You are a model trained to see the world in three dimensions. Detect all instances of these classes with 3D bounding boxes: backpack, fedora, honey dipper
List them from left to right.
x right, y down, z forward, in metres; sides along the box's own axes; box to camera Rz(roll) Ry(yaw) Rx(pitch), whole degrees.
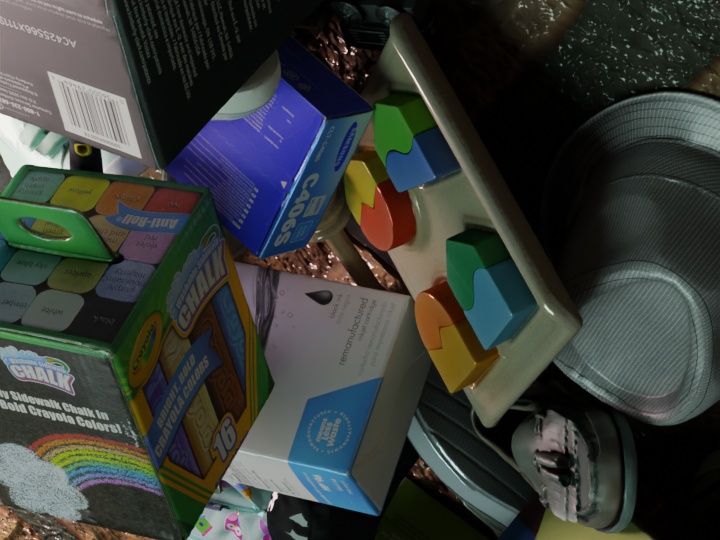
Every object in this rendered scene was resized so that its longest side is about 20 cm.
[{"bbox_3d":[-0.074,0.104,1.480,0.199,0.167,0.127,10,138,31],"label":"backpack"},{"bbox_3d":[0.000,0.000,1.381,0.038,0.038,0.200,13,153,35],"label":"honey dipper"},{"bbox_3d":[0.158,0.011,1.215,0.177,0.090,0.200,39,147,0],"label":"fedora"}]

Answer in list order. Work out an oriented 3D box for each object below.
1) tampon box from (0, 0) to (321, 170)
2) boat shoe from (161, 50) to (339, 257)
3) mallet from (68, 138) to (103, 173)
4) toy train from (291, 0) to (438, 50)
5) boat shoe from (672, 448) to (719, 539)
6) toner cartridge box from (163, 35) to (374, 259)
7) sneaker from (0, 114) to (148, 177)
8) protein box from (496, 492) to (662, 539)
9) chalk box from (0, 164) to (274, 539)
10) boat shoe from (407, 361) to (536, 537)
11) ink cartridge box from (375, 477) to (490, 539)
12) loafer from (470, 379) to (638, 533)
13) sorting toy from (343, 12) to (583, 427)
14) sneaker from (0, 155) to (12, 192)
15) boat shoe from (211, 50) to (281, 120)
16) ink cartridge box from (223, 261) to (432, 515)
[{"bbox_3d":[-0.108,-0.175,1.155,0.149,0.200,0.127,21,142,29],"label":"tampon box"},{"bbox_3d":[-0.070,-0.076,1.361,0.200,0.075,0.061,-47,49,48],"label":"boat shoe"},{"bbox_3d":[-0.143,-0.031,1.331,0.066,0.041,0.200,9,154,-8],"label":"mallet"},{"bbox_3d":[-0.041,-0.144,1.285,0.199,0.034,0.046,10,148,37],"label":"toy train"},{"bbox_3d":[0.244,0.123,1.286,0.072,0.066,0.201,45,148,-12],"label":"boat shoe"},{"bbox_3d":[-0.089,-0.106,1.272,0.200,0.043,0.095,43,124,24],"label":"toner cartridge box"},{"bbox_3d":[-0.191,-0.101,1.415,0.200,0.074,0.118,11,134,61],"label":"sneaker"},{"bbox_3d":[0.171,0.242,1.345,0.200,0.135,0.199,40,180,-15],"label":"protein box"},{"bbox_3d":[-0.143,0.027,1.252,0.124,0.124,0.200,10,137,23],"label":"chalk box"},{"bbox_3d":[0.088,0.133,1.453,0.200,0.072,0.062,44,145,-12],"label":"boat shoe"},{"bbox_3d":[-0.011,0.193,1.618,0.200,0.076,0.148,35,147,4],"label":"ink cartridge box"},{"bbox_3d":[0.106,0.103,1.315,0.063,0.072,0.200,1,-174,-7],"label":"loafer"},{"bbox_3d":[0.041,-0.019,1.252,0.186,0.036,0.200,61,164,13],"label":"sorting toy"},{"bbox_3d":[-0.164,-0.016,1.540,0.200,0.077,0.082,39,134,-13],"label":"sneaker"},{"bbox_3d":[-0.124,-0.109,1.234,0.199,0.072,0.069,15,138,25],"label":"boat shoe"},{"bbox_3d":[-0.070,0.061,1.383,0.199,0.116,0.068,10,158,23],"label":"ink cartridge box"}]
